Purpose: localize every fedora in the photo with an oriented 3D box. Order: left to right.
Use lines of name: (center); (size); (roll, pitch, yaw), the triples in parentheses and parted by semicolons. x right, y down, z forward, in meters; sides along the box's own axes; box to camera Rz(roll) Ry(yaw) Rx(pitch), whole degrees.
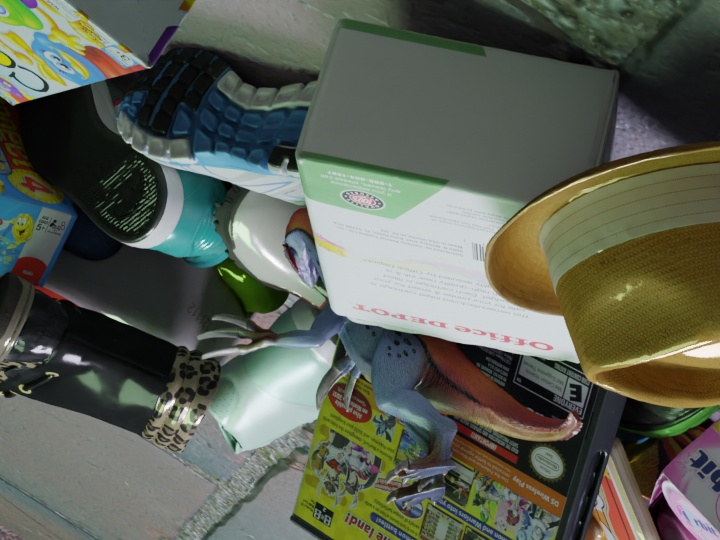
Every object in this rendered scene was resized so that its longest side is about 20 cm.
fedora: (0.159, 0.010, 1.155); (0.200, 0.082, 0.201); (-5, 155, -2)

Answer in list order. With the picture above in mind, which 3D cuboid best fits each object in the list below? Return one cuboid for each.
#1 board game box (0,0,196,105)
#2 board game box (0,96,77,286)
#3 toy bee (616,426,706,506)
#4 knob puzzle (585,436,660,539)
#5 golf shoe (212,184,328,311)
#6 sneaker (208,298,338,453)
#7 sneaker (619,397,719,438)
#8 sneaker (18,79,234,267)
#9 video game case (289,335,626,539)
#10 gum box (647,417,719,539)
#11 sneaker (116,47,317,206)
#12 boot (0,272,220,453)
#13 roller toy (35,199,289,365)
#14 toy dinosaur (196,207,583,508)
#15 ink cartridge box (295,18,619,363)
board game box: (-0.161, -0.166, 1.322); (0.103, 0.105, 0.200); (39, 162, -21)
board game box: (-0.298, -0.086, 1.584); (0.195, 0.056, 0.200); (16, -155, -32)
toy bee: (0.138, 0.111, 1.557); (0.200, 0.109, 0.131); (26, 163, 17)
knob puzzle: (0.121, 0.174, 1.474); (0.220, 0.030, 0.220); (42, 152, 29)
golf shoe: (0.000, 0.000, 1.528); (0.200, 0.077, 0.088); (34, 177, -34)
sneaker: (-0.035, 0.077, 1.674); (0.074, 0.118, 0.200); (61, -165, 23)
sneaker: (0.133, 0.039, 1.424); (0.200, 0.077, 0.084); (12, 158, 44)
sneaker: (-0.129, -0.067, 1.579); (0.121, 0.084, 0.200); (20, -160, -42)
video game case: (0.053, 0.103, 1.431); (0.025, 0.181, 0.200); (-2, -157, -46)
gum box: (0.222, 0.129, 1.430); (0.066, 0.113, 0.200); (46, 166, 15)
sneaker: (-0.058, -0.071, 1.462); (0.200, 0.075, 0.087); (18, 163, 38)
boot: (-0.174, 0.063, 1.585); (0.150, 0.073, 0.200); (22, 163, -8)
roller toy: (-0.159, -0.002, 1.695); (0.182, 0.140, 0.200); (37, 162, -13)
toy dinosaur: (0.017, 0.039, 1.419); (0.199, 0.182, 0.105); (-15, 160, 9)
ink cartridge box: (0.054, -0.036, 1.286); (0.145, 0.088, 0.200); (11, 157, 10)
